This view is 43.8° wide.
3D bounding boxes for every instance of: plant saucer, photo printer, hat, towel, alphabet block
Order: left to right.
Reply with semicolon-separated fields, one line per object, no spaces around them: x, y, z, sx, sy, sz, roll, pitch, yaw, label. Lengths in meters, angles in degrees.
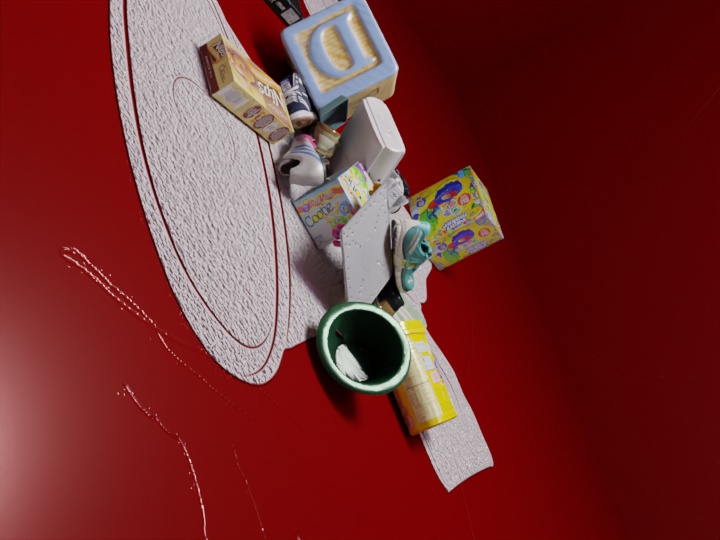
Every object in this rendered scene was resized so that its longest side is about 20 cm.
-0.059;-0.323;1.879;0.019;0.070;0.200;55;-4;1;plant saucer
-0.044;-0.447;1.943;0.200;0.195;0.196;96;-30;-86;alphabet block
-0.019;0.161;1.533;0.199;0.176;0.167;2;63;-30;hat
0.005;-0.238;1.891;0.069;0.200;0.167;6;48;-31;photo printer
0.109;0.135;1.919;0.153;0.023;0.201;50;22;-35;towel

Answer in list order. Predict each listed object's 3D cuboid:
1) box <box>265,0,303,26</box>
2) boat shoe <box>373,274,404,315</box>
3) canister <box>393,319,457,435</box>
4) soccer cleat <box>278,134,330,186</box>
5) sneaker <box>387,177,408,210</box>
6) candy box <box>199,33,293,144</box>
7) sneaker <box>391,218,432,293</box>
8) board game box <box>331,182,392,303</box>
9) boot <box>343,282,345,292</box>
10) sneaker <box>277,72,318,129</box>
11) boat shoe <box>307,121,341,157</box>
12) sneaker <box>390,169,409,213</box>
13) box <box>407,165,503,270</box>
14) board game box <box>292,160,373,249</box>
-0.219;-0.702;2.144;0.200;0.043;0.161;40;29;-50;box
0.058;0.020;1.876;0.075;0.062;0.201;49;21;-32;boat shoe
0.104;0.202;1.706;0.201;0.086;0.148;68;18;11;canister
-0.120;-0.211;1.695;0.200;0.086;0.070;-127;-148;-63;soccer cleat
0.039;-0.138;1.954;0.075;0.114;0.200;53;20;-27;sneaker
-0.205;-0.327;1.634;0.200;0.055;0.116;36;32;-57;candy box
0.100;-0.024;1.746;0.201;0.079;0.078;88;-2;-54;sneaker
0.006;-0.031;1.625;0.200;0.026;0.201;-51;144;-50;board game box
0.000;0.000;1.763;0.075;0.074;0.200;24;27;14;boot
-0.140;-0.337;1.796;0.200;0.070;0.109;-64;130;-80;sneaker
-0.084;-0.260;1.847;0.073;0.063;0.200;30;-1;-1;boat shoe
0.092;-0.196;2.254;0.112;0.073;0.201;45;24;-41;sneaker
0.255;-0.141;2.426;0.122;0.199;0.193;45;24;-44;box
-0.040;-0.131;1.742;0.103;0.104;0.200;61;18;-9;board game box
